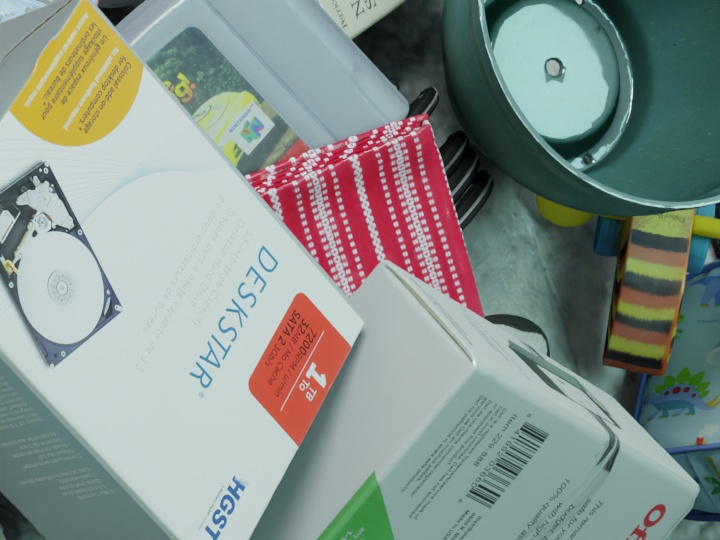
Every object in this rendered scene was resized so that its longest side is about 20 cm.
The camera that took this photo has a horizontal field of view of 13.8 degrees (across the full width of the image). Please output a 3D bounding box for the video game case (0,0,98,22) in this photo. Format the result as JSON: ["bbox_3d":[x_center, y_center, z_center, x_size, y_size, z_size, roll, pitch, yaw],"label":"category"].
[{"bbox_3d":[-0.197,-0.078,1.278,0.142,0.017,0.201,20,64,-13],"label":"video game case"}]

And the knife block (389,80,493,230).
[{"bbox_3d":[0.000,0.000,1.488,0.175,0.064,0.201,15,65,-43],"label":"knife block"}]

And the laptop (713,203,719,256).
[{"bbox_3d":[0.277,-0.105,1.806,0.177,0.103,0.201,-21,92,-49],"label":"laptop"}]

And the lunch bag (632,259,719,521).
[{"bbox_3d":[0.259,0.056,1.649,0.083,0.199,0.161,56,37,-37],"label":"lunch bag"}]

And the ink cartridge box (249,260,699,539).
[{"bbox_3d":[0.042,0.104,1.370,0.200,0.146,0.084,31,12,-48],"label":"ink cartridge box"}]

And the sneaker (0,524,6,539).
[{"bbox_3d":[-0.182,0.100,1.244,0.201,0.072,0.072,58,41,-17],"label":"sneaker"}]

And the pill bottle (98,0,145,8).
[{"bbox_3d":[-0.112,-0.196,1.400,0.200,0.111,0.111,55,43,-19],"label":"pill bottle"}]

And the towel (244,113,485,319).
[{"bbox_3d":[-0.034,0.026,1.365,0.199,0.022,0.146,-22,106,-22],"label":"towel"}]

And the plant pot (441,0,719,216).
[{"bbox_3d":[0.123,-0.117,1.552,0.199,0.134,0.202,5,77,-22],"label":"plant pot"}]

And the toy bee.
[{"bbox_3d":[0.161,-0.049,1.654,0.130,0.109,0.201,-7,55,-11],"label":"toy bee"}]

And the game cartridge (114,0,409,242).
[{"bbox_3d":[-0.082,-0.047,1.363,0.133,0.041,0.200,44,80,-23],"label":"game cartridge"}]

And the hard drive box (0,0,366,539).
[{"bbox_3d":[-0.109,0.013,1.236,0.200,0.077,0.156,49,50,-27],"label":"hard drive box"}]

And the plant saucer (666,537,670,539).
[{"bbox_3d":[0.119,0.185,1.553,0.199,0.036,0.202,13,73,-50],"label":"plant saucer"}]

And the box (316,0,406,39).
[{"bbox_3d":[0.001,-0.176,1.551,0.200,0.068,0.083,-42,107,-48],"label":"box"}]

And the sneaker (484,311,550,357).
[{"bbox_3d":[0.055,0.071,1.506,0.200,0.087,0.076,-33,99,-50],"label":"sneaker"}]
